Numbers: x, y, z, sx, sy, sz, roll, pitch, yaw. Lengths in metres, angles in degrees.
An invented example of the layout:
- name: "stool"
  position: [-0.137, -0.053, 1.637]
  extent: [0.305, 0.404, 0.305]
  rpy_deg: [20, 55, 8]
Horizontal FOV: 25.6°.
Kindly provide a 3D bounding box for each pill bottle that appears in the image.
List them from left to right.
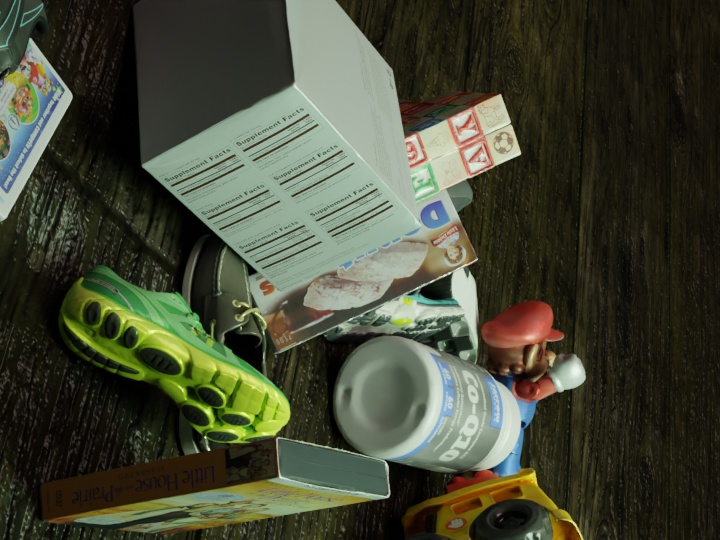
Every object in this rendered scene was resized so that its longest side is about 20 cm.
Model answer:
- name: "pill bottle"
  position: [0.070, 0.134, 1.518]
  extent: [0.200, 0.114, 0.114]
  rpy_deg: [22, 59, -57]

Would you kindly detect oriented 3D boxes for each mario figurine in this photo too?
- name: "mario figurine"
  position: [0.173, 0.132, 1.664]
  extent: [0.106, 0.123, 0.201]
  rpy_deg: [15, 87, -74]

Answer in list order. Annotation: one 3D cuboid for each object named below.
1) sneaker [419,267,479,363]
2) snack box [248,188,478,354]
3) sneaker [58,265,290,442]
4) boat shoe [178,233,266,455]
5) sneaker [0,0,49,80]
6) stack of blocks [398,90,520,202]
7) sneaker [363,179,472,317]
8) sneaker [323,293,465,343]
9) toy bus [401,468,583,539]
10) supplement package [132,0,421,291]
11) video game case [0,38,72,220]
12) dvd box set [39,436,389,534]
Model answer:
- name: "sneaker"
  position: [0.080, 0.006, 1.644]
  extent: [0.089, 0.074, 0.200]
  rpy_deg: [-65, 146, -57]
- name: "snack box"
  position: [0.000, 0.000, 1.390]
  extent: [0.072, 0.200, 0.024]
  rpy_deg: [65, -14, 2]
- name: "sneaker"
  position: [-0.130, 0.058, 1.187]
  extent: [0.200, 0.074, 0.084]
  rpy_deg: [36, 35, -22]
- name: "boat shoe"
  position: [-0.105, 0.061, 1.286]
  extent: [0.072, 0.060, 0.202]
  rpy_deg: [32, 51, -51]
- name: "sneaker"
  position: [-0.260, -0.152, 1.045]
  extent: [0.079, 0.075, 0.200]
  rpy_deg: [63, 31, -27]
- name: "stack of blocks"
  position: [0.050, -0.119, 1.480]
  extent: [0.115, 0.200, 0.059]
  rpy_deg: [-26, 106, -17]
- name: "sneaker"
  position: [0.041, -0.021, 1.473]
  extent: [0.200, 0.074, 0.085]
  rpy_deg: [-33, 83, -34]
- name: "sneaker"
  position: [0.031, 0.025, 1.531]
  extent: [0.200, 0.077, 0.080]
  rpy_deg: [12, 55, -51]
- name: "toy bus"
  position: [0.097, 0.265, 1.486]
  extent: [0.192, 0.199, 0.136]
  rpy_deg: [-116, -170, -63]
- name: "supplement package"
  position: [-0.070, -0.129, 1.308]
  extent: [0.200, 0.147, 0.192]
  rpy_deg: [45, 27, -44]
- name: "video game case"
  position: [-0.284, -0.151, 1.098]
  extent: [0.200, 0.018, 0.143]
  rpy_deg: [56, 33, -33]
- name: "dvd box set"
  position: [-0.100, 0.154, 1.106]
  extent: [0.146, 0.200, 0.029]
  rpy_deg: [23, 58, -58]
